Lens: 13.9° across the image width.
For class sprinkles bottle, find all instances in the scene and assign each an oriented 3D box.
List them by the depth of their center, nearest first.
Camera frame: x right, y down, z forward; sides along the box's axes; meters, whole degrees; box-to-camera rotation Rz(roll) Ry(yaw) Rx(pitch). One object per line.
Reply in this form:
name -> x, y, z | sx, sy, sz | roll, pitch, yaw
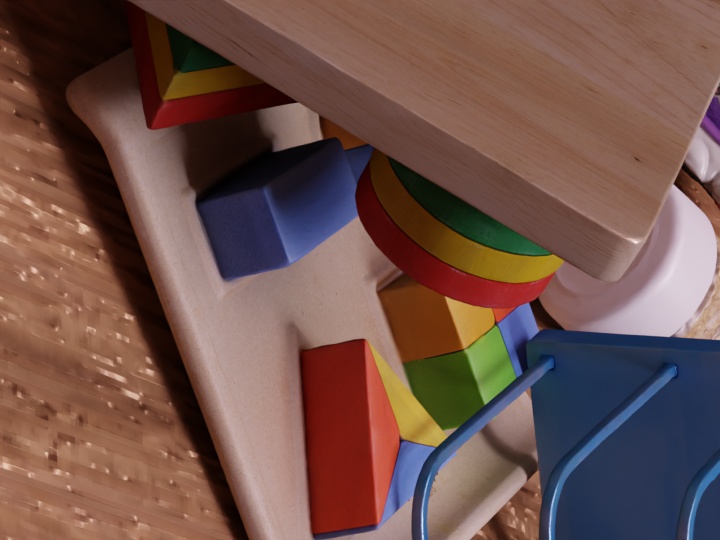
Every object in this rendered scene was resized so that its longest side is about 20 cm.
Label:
sprinkles bottle -> 0.148, 0.037, 1.171 | 0.200, 0.068, 0.068 | 39, 45, -41

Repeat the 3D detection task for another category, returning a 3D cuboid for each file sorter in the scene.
file sorter -> 0.130, 0.109, 0.957 | 0.123, 0.199, 0.139 | -34, 122, -55

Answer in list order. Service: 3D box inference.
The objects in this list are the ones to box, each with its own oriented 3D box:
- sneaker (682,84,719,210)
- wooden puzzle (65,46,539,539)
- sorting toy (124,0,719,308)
sneaker -> 0.196, -0.027, 1.185 | 0.200, 0.083, 0.081 | 51, 9, 18
wooden puzzle -> 0.000, 0.000, 0.985 | 0.185, 0.046, 0.201 | -37, 106, -56
sorting toy -> 0.011, -0.082, 0.942 | 0.200, 0.070, 0.199 | 31, 35, 1
